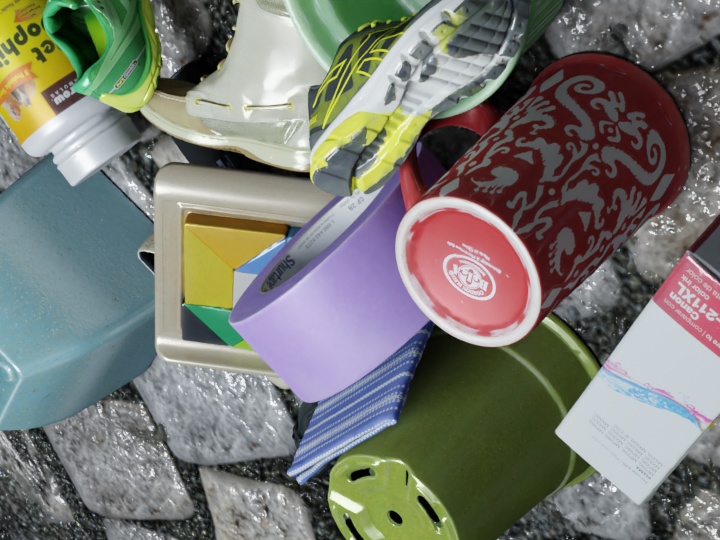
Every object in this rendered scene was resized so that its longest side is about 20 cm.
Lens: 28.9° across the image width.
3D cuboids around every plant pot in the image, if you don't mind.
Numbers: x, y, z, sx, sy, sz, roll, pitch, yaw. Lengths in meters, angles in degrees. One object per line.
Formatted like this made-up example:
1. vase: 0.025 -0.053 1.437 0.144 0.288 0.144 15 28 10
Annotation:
1. plant pot: 0.074 0.145 1.114 0.199 0.190 0.201 20 129 27
2. plant pot: -0.312 0.037 1.348 0.196 0.200 0.197 45 137 6

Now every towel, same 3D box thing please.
1. towel: 0.019 0.069 1.104 0.024 0.201 0.145 37 138 -14

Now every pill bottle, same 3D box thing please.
1. pill bottle: -0.282 -0.179 1.238 0.109 0.109 0.201 -28 100 46

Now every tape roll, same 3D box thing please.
1. tape roll: 0.000 0.000 1.058 0.085 0.200 0.200 47 138 -11

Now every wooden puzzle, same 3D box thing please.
1. wooden puzzle: -0.088 0.010 1.204 0.184 0.037 0.201 7 124 2

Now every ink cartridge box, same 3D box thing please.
1. ink cartridge box: 0.233 0.044 0.944 0.083 0.146 0.200 39 136 12

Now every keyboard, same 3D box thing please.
1. keyboard: -0.095 -0.094 1.211 0.127 0.021 0.200 -29 99 48

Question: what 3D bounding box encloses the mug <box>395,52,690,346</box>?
1. mug: 0.104 -0.044 0.949 0.177 0.200 0.134 -1 119 39

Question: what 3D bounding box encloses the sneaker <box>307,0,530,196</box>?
1. sneaker: 0.024 -0.137 0.896 0.200 0.074 0.085 -43 50 30

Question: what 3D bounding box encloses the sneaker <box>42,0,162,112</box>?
1. sneaker: -0.216 -0.226 1.135 0.074 0.083 0.201 -35 63 39

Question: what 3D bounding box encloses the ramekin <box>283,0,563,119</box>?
1. ramekin: 0.047 -0.214 0.951 0.199 0.098 0.201 21 130 27

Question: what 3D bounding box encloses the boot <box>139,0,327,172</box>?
1. boot: -0.092 -0.173 1.101 0.199 0.072 0.156 19 116 33

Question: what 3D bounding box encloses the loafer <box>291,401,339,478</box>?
1. loafer: -0.032 0.144 1.242 0.201 0.068 0.071 125 123 -79

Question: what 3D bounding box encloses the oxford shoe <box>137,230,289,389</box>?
1. oxford shoe: -0.129 0.041 1.292 0.200 0.074 0.071 47 137 2
